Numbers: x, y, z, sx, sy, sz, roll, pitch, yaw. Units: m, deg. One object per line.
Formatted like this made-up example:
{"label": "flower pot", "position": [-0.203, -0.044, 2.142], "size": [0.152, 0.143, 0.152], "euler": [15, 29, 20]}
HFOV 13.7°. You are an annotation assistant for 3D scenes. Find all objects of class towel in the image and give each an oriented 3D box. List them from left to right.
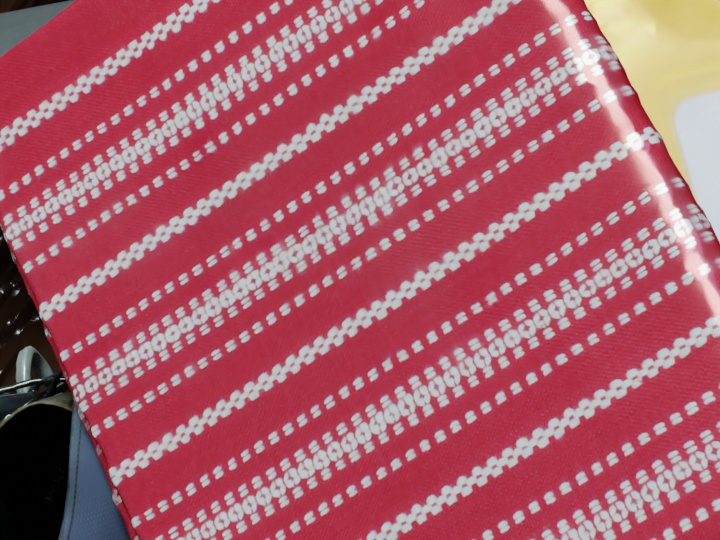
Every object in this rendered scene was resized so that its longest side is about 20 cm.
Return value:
{"label": "towel", "position": [0.000, 0.000, 0.639], "size": [0.144, 0.022, 0.200], "euler": [-34, 63, 17]}

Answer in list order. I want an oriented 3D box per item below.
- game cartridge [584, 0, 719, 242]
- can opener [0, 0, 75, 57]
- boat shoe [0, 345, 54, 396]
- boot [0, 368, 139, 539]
{"label": "game cartridge", "position": [0.137, -0.009, 0.635], "size": [0.176, 0.032, 0.201], "euler": [-13, 75, -1]}
{"label": "can opener", "position": [-0.090, -0.051, 0.802], "size": [0.200, 0.053, 0.067], "euler": [-4, 36, 41]}
{"label": "boat shoe", "position": [-0.101, 0.056, 0.759], "size": [0.068, 0.074, 0.199], "euler": [-28, 39, -11]}
{"label": "boot", "position": [-0.045, 0.030, 0.714], "size": [0.075, 0.097, 0.200], "euler": [-27, 46, 27]}
